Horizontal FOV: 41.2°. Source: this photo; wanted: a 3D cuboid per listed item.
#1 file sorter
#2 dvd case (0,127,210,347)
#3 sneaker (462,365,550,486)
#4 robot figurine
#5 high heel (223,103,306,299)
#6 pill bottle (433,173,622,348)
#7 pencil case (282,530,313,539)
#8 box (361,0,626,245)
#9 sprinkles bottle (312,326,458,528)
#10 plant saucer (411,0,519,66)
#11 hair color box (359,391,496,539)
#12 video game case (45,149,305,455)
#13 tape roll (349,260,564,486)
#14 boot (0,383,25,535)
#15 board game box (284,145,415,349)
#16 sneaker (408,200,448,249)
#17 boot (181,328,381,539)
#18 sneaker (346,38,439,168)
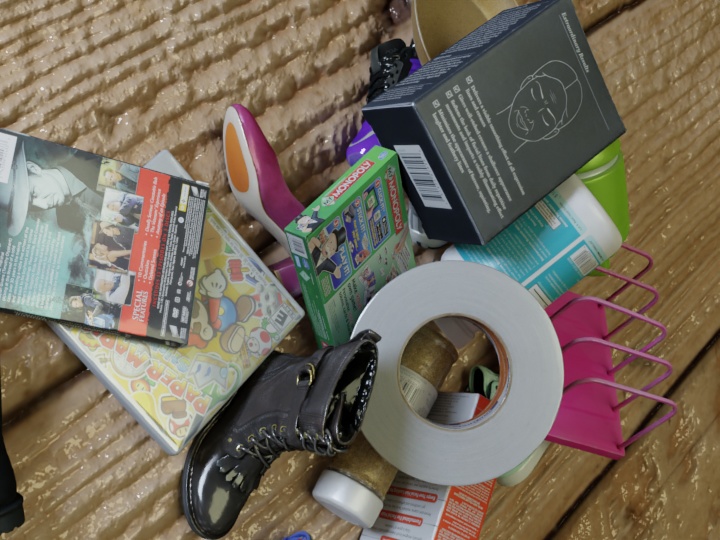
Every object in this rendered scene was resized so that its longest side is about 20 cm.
[{"bbox_3d":[0.250,0.075,1.041,0.137,0.126,0.202,17,51,-19],"label":"file sorter"},{"bbox_3d":[-0.227,-0.026,0.791,0.198,0.022,0.148,14,72,-29],"label":"dvd case"},{"bbox_3d":[0.186,0.129,1.085,0.119,0.073,0.201,52,59,-23],"label":"sneaker"},{"bbox_3d":[0.248,-0.093,1.107,0.176,0.114,0.202,-52,136,-48],"label":"robot figurine"},{"bbox_3d":[-0.063,-0.070,0.911,0.095,0.067,0.202,-26,107,-25],"label":"high heel"},{"bbox_3d":[0.158,-0.008,0.980,0.199,0.111,0.111,-39,114,8],"label":"pill bottle"},{"bbox_3d":[-0.017,0.331,0.913,0.078,0.087,0.200,-40,114,7],"label":"pencil case"},{"bbox_3d":[0.128,-0.143,0.913,0.199,0.107,0.149,-36,110,-18],"label":"box"},{"bbox_3d":[0.027,0.153,0.961,0.068,0.068,0.201,42,66,-27],"label":"sprinkles bottle"},{"bbox_3d":[0.117,-0.239,1.023,0.199,0.035,0.203,17,64,-38],"label":"plant saucer"},{"bbox_3d":[0.073,0.227,0.969,0.064,0.110,0.202,33,68,-29],"label":"hair color box"},{"bbox_3d":[-0.168,0.025,0.840,0.201,0.023,0.182,50,60,-13],"label":"video game case"},{"bbox_3d":[0.084,0.094,0.891,0.197,0.066,0.203,0,86,0],"label":"tape roll"},{"bbox_3d":[-0.342,0.128,0.681,0.199,0.076,0.171,-15,99,-44],"label":"boot"},{"bbox_3d":[0.000,0.000,0.926,0.135,0.029,0.202,-45,141,-31],"label":"board game box"},{"bbox_3d":[0.115,-0.124,1.022,0.201,0.074,0.116,-53,154,-27],"label":"sneaker"},{"bbox_3d":[-0.068,0.142,0.828,0.069,0.173,0.202,33,68,-30],"label":"boot"},{"bbox_3d":[0.032,-0.183,1.001,0.200,0.069,0.100,-47,112,-39],"label":"sneaker"}]
